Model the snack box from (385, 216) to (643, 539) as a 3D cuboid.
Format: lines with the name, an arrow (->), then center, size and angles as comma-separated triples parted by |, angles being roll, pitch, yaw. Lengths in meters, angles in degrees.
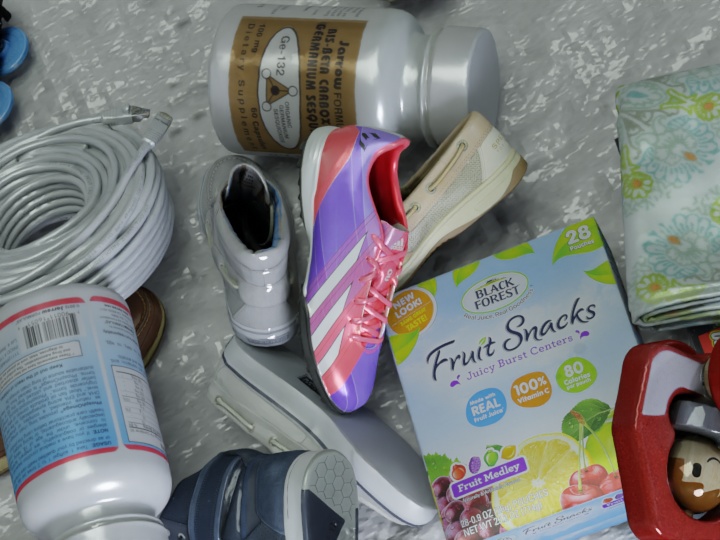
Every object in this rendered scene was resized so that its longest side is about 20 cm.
snack box -> 0.119, 0.086, 1.518 | 0.168, 0.068, 0.201 | -22, 60, 9

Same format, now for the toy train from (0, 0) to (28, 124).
toy train -> -0.341, -0.142, 1.766 | 0.114, 0.087, 0.201 | -4, 63, 25

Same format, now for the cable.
cable -> -0.238, -0.031, 1.657 | 0.199, 0.069, 0.201 | -7, 42, 20

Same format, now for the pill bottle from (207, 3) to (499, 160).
pill bottle -> -0.003, -0.138, 1.633 | 0.199, 0.114, 0.115 | 4, 68, 19

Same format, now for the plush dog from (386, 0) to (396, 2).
plush dog -> 0.006, -0.325, 1.712 | 0.199, 0.161, 0.172 | 18, 50, 25

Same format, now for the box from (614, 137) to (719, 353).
box -> 0.274, -0.028, 1.535 | 0.136, 0.038, 0.201 | -22, 62, 8

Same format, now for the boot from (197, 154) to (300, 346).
boot -> -0.079, -0.044, 1.597 | 0.073, 0.096, 0.200 | -9, 42, -10

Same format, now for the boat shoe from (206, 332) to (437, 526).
boat shoe -> -0.030, 0.125, 1.553 | 0.200, 0.072, 0.066 | 37, 111, 18

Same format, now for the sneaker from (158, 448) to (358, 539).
sneaker -> -0.071, 0.222, 1.519 | 0.146, 0.077, 0.204 | 0, 87, 40

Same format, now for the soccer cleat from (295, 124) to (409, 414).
soccer cleat -> 0.000, 0.000, 1.519 | 0.073, 0.068, 0.201 | 0, 93, 30

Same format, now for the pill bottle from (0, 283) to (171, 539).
pill bottle -> -0.192, 0.119, 1.522 | 0.108, 0.109, 0.201 | -21, 63, 8

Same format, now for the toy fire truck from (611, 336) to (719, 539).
toy fire truck -> 0.241, 0.132, 1.391 | 0.112, 0.199, 0.169 | -15, 59, 55

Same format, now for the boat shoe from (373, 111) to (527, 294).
boat shoe -> 0.026, -0.034, 1.578 | 0.200, 0.072, 0.065 | -39, 103, 14

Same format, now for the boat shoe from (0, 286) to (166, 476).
boat shoe -> -0.233, 0.079, 1.637 | 0.200, 0.068, 0.072 | -37, 60, -1

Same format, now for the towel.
towel -> 0.261, -0.057, 1.495 | 0.170, 0.048, 0.201 | -8, 59, 16
